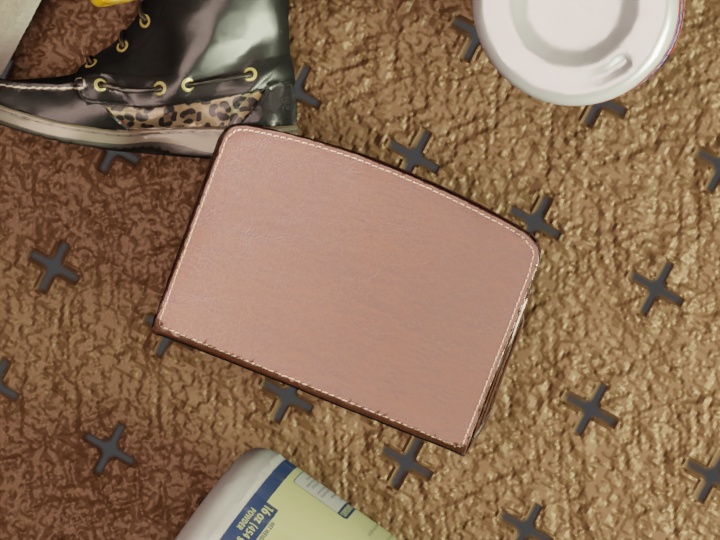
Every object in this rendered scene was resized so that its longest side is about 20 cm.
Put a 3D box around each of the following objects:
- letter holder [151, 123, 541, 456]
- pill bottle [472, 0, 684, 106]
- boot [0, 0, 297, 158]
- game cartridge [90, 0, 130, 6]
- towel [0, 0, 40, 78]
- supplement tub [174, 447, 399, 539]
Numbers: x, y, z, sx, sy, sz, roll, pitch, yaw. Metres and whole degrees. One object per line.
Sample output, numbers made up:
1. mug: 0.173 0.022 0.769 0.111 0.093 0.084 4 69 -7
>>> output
1. letter holder: 0.000 0.000 1.694 0.199 0.101 0.143 21 100 6
2. pill bottle: 0.126 -0.150 1.616 0.111 0.200 0.112 1 95 8
3. boot: -0.130 -0.147 1.718 0.199 0.073 0.151 7 96 4
4. game cartridge: -0.087 -0.264 1.653 0.176 0.032 0.201 -11 76 0
5. towel: -0.239 -0.209 1.715 0.132 0.035 0.200 27 114 -12
6. supplement tub: -0.022 0.215 1.695 0.200 0.145 0.145 35 98 4
